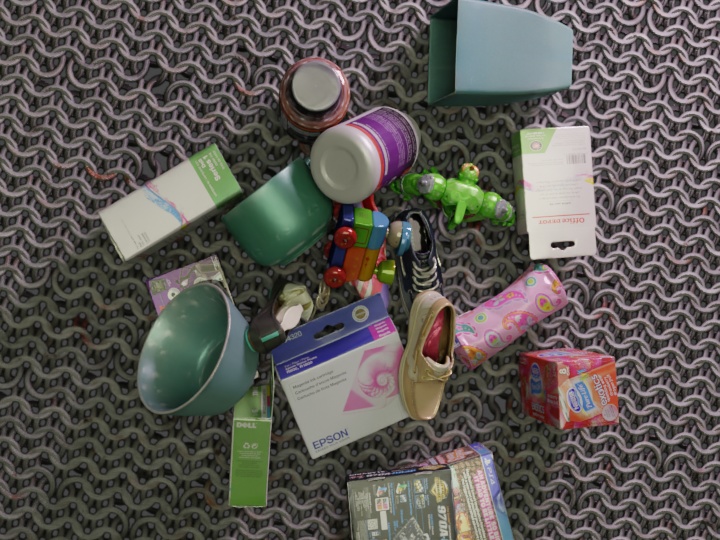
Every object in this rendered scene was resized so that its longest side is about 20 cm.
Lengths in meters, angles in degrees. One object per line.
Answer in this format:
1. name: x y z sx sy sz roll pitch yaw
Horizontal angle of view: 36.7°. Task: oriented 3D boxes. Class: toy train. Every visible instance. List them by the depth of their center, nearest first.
1. toy train: 0.000 0.000 1.622 0.114 0.085 0.202 10 124 -8

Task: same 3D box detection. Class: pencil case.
1. pencil case: 0.225 0.070 1.695 0.199 0.087 0.088 -33 93 -3

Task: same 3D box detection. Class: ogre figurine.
1. ogre figurine: 0.152 -0.110 1.669 0.199 0.120 0.099 37 87 -5

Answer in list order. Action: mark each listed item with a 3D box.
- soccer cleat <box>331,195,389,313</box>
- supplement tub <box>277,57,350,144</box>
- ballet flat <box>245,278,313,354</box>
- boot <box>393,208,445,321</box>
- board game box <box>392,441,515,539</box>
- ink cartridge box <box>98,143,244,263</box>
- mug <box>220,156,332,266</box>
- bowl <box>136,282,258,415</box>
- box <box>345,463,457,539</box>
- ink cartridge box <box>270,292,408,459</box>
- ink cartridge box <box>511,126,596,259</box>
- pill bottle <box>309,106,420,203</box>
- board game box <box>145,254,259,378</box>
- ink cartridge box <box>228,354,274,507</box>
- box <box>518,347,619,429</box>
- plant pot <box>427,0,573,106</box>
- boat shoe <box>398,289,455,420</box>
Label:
1. soccer cleat: 0.015 -0.035 1.673 0.076 0.066 0.203 -17 87 31
2. supplement tub: -0.069 -0.252 1.604 0.105 0.200 0.109 0 87 -5
3. ballet flat: -0.108 0.063 1.605 0.068 0.200 0.069 -22 109 21
4. boot: 0.092 0.004 1.677 0.072 0.090 0.203 -15 92 -6
5. board game box: 0.121 0.376 1.678 0.197 0.097 0.162 -15 92 -6
6. ink cartridge box: -0.277 -0.096 1.612 0.199 0.145 0.085 -31 92 -4
7. mug: -0.104 -0.088 1.627 0.184 0.152 0.115 -38 97 -5
8. bowl: -0.224 0.130 1.586 0.105 0.200 0.202 31 87 -40
9. box: 0.063 0.396 1.600 0.157 0.046 0.203 -6 91 -6
10. ink cartridge box: -0.022 0.163 1.664 0.194 0.043 0.202 -23 111 -5
11. ink cartridge box: 0.304 -0.120 1.710 0.115 0.067 0.203 -3 90 -6
12. pill bottle: 0.015 -0.177 1.613 0.111 0.200 0.114 11 114 26
13. board game box: -0.242 0.089 1.677 0.119 0.032 0.202 -20 92 -1
14. ink cartridge box: -0.162 0.237 1.614 0.058 0.104 0.203 3 111 -6
15. box: 0.311 0.176 1.645 0.094 0.200 0.101 -3 91 -8
16. plant pot: 0.218 -0.325 1.669 0.197 0.141 0.144 3 90 -13
17. boat shoe: 0.106 0.135 1.637 0.073 0.069 0.203 -3 102 -29
